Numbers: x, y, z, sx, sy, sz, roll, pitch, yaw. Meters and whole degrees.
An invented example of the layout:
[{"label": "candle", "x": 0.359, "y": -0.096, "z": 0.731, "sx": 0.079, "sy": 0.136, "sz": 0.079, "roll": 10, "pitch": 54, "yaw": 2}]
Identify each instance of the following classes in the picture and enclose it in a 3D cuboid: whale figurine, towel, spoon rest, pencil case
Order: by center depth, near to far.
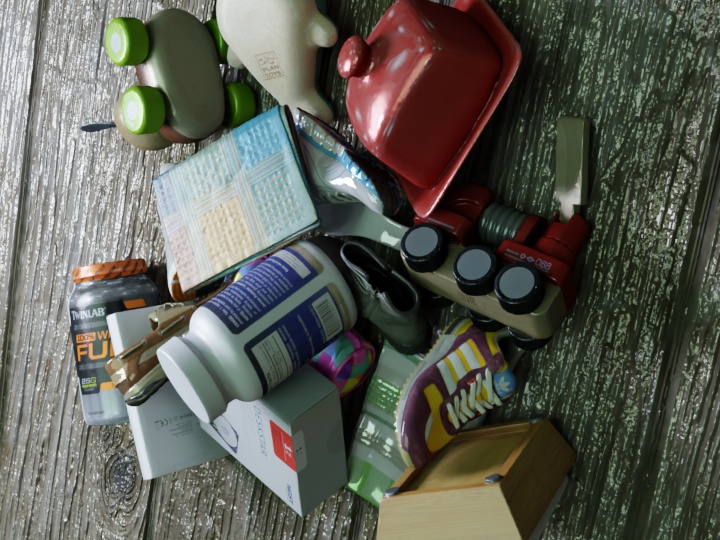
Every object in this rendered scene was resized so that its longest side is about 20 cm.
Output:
[{"label": "towel", "x": -0.138, "y": -0.077, "z": 1.289, "sx": 0.198, "sy": 0.022, "sz": 0.149, "roll": -26, "pitch": 73, "yaw": 27}, {"label": "spoon rest", "x": 0.003, "y": -0.070, "z": 1.311, "sx": 0.198, "sy": 0.060, "sz": 0.101, "roll": 30, "pitch": 110, "yaw": 29}, {"label": "towel", "x": 0.056, "y": 0.188, "z": 1.314, "sx": 0.148, "sy": 0.030, "sz": 0.203, "roll": 31, "pitch": 111, "yaw": 31}, {"label": "whale figurine", "x": -0.082, "y": -0.263, "z": 1.348, "sx": 0.157, "sy": 0.104, "sz": 0.203, "roll": -8, "pitch": 114, "yaw": 35}, {"label": "pencil case", "x": -0.071, "y": 0.060, "z": 1.363, "sx": 0.200, "sy": 0.088, "sz": 0.089, "roll": 42, "pitch": 116, "yaw": 23}]

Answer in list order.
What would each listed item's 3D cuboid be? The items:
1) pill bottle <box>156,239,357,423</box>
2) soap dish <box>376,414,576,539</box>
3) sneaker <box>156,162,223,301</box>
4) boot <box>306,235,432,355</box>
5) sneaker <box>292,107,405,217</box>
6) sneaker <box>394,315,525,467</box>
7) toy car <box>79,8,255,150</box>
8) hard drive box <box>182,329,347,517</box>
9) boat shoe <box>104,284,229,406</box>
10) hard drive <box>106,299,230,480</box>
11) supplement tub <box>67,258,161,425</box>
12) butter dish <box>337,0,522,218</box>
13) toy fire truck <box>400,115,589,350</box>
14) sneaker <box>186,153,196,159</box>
[{"label": "pill bottle", "x": -0.110, "y": 0.066, "z": 1.244, "sx": 0.116, "sy": 0.199, "sz": 0.116, "roll": 45, "pitch": 158, "yaw": 24}, {"label": "soap dish", "x": 0.114, "y": 0.218, "z": 1.158, "sx": 0.155, "sy": 0.200, "sz": 0.083, "roll": -13, "pitch": 99, "yaw": 27}, {"label": "sneaker", "x": -0.214, "y": -0.050, "z": 1.442, "sx": 0.093, "sy": 0.075, "sz": 0.202, "roll": 59, "pitch": 153, "yaw": 36}, {"label": "boot", "x": 0.000, "y": 0.000, "z": 1.270, "sx": 0.199, "sy": 0.131, "sz": 0.068, "roll": 38, "pitch": 75, "yaw": 26}, {"label": "sneaker", "x": -0.027, "y": -0.096, "z": 1.271, "sx": 0.200, "sy": 0.074, "sz": 0.087, "roll": 42, "pitch": 104, "yaw": 45}, {"label": "sneaker", "x": 0.106, "y": 0.118, "z": 1.179, "sx": 0.089, "sy": 0.201, "sz": 0.076, "roll": 2, "pitch": 132, "yaw": 33}, {"label": "toy car", "x": -0.256, "y": -0.214, "z": 1.436, "sx": 0.199, "sy": 0.163, "sz": 0.161, "roll": -20, "pitch": 82, "yaw": 47}, {"label": "hard drive box", "x": -0.109, "y": 0.159, "z": 1.351, "sx": 0.199, "sy": 0.076, "sz": 0.158, "roll": 32, "pitch": 141, "yaw": 37}, {"label": "boat shoe", "x": -0.223, "y": 0.073, "z": 1.406, "sx": 0.074, "sy": 0.200, "sz": 0.076, "roll": 46, "pitch": 151, "yaw": 0}, {"label": "hard drive", "x": -0.237, "y": 0.145, "z": 1.458, "sx": 0.026, "sy": 0.131, "sz": 0.204, "roll": -19, "pitch": 83, "yaw": 41}, {"label": "supplement tub", "x": -0.311, "y": 0.092, "z": 1.513, "sx": 0.121, "sy": 0.122, "sz": 0.204, "roll": -10, "pitch": 88, "yaw": 35}, {"label": "butter dish", "x": 0.045, "y": -0.192, "z": 1.183, "sx": 0.202, "sy": 0.146, "sz": 0.201, "roll": -59, "pitch": 27, "yaw": 24}, {"label": "toy fire truck", "x": 0.154, "y": -0.053, "z": 1.185, "sx": 0.174, "sy": 0.129, "sz": 0.201, "roll": 24, "pitch": 68, "yaw": 31}, {"label": "sneaker", "x": -0.148, "y": -0.089, "z": 1.394, "sx": 0.199, "sy": 0.077, "sz": 0.087, "roll": 30, "pitch": 114, "yaw": 44}]
